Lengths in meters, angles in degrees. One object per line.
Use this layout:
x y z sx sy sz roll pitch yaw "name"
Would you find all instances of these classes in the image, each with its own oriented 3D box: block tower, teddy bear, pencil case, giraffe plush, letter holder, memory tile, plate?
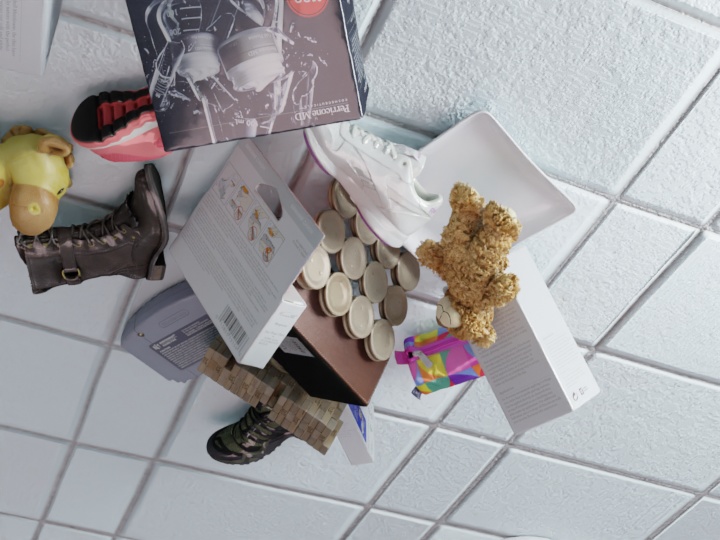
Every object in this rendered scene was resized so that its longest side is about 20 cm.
-0.109 0.152 1.420 0.199 0.054 0.058 34 133 1 "block tower"
0.124 -0.003 1.261 0.145 0.067 0.201 41 134 16 "teddy bear"
0.150 0.101 1.450 0.197 0.089 0.089 -21 134 17 "pencil case"
-0.395 -0.095 1.208 0.159 0.173 0.204 0 104 -16 "giraffe plush"
-0.047 0.045 1.325 0.100 0.143 0.200 4 145 42 "letter holder"
0.000 0.000 1.298 0.017 0.155 0.200 -3 143 37 "memory tile"
0.120 -0.088 1.286 0.198 0.033 0.199 -30 130 28 "plate"

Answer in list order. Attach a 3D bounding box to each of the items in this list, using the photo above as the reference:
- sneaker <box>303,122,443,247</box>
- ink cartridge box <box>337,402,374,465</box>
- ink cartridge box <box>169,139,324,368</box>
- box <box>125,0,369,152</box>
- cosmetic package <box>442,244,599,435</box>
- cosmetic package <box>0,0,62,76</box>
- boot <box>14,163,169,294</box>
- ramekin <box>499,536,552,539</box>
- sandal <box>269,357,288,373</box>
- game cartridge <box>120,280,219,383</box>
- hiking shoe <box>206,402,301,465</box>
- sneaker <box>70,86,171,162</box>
0.011 -0.125 1.205 0.099 0.075 0.200 -34 111 18 "sneaker"
-0.022 0.172 1.512 0.039 0.100 0.201 -9 136 11 "ink cartridge box"
-0.119 -0.025 1.215 0.043 0.201 0.174 17 117 -47 "ink cartridge box"
-0.104 -0.227 1.036 0.197 0.104 0.185 -9 114 8 "box"
0.194 0.084 1.340 0.071 0.202 0.101 -21 173 -46 "cosmetic package"
-0.366 -0.304 0.981 0.197 0.124 0.201 11 136 -10 "cosmetic package"
-0.313 -0.040 1.280 0.171 0.070 0.201 -4 140 -16 "boot"
0.284 0.560 1.932 0.197 0.099 0.202 0 138 0 "ramekin"
-0.119 0.038 1.365 0.057 0.080 0.202 -21 120 24 "sandal"
-0.214 0.074 1.452 0.198 0.042 0.133 -27 127 26 "game cartridge"
-0.139 0.208 1.580 0.197 0.076 0.101 -21 126 8 "hiking shoe"
-0.207 -0.164 1.188 0.197 0.075 0.087 -11 156 10 "sneaker"
